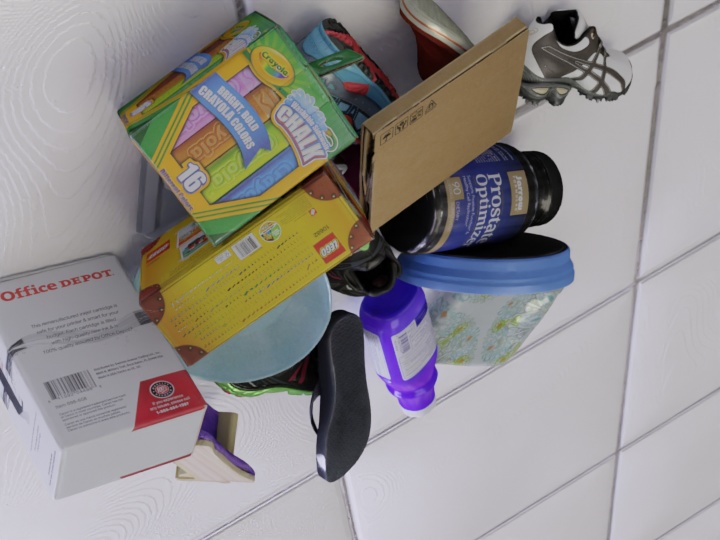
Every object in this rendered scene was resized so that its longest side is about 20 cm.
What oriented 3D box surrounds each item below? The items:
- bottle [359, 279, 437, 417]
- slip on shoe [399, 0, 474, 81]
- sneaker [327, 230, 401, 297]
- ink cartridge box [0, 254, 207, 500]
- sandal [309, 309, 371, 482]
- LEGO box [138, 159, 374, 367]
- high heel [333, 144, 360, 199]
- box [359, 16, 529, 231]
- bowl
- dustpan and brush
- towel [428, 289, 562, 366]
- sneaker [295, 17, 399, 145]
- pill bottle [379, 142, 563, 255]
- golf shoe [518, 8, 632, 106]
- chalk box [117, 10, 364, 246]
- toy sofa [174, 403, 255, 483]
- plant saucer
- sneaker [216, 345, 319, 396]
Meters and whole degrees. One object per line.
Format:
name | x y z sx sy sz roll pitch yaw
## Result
bottle | 0.053 0.097 1.733 0.084 0.065 0.200 -48 143 -27
slip on shoe | 0.083 -0.208 1.419 0.061 0.074 0.200 -39 152 8
sneaker | 0.000 0.000 1.559 0.077 0.084 0.200 -37 165 -3
ink cartridge box | -0.255 0.094 1.342 0.144 0.200 0.084 -15 145 -32
sandal | -0.026 0.137 1.612 0.076 0.043 0.201 -15 113 -46
LEGO box | -0.098 -0.023 1.296 0.200 0.149 0.077 -34 110 5
high heel | -0.058 -0.084 1.457 0.096 0.067 0.200 40 82 -22
box | 0.079 -0.138 1.401 0.200 0.021 0.164 -37 155 -22
bowl | 0.139 -0.013 1.613 0.200 0.200 0.039 -8 105 -38
dustpan and brush | -0.109 -0.089 1.384 0.200 0.057 0.140 -18 143 -28
towel | 0.161 0.053 1.834 0.200 0.048 0.171 8 125 -48
sneaker | -0.018 -0.161 1.388 0.095 0.079 0.200 -32 141 12
pill bottle | 0.121 -0.082 1.570 0.200 0.112 0.112 -9 137 -37
golf shoe | 0.235 -0.230 1.531 0.200 0.078 0.095 -15 129 -47
chalk box | -0.090 -0.139 1.244 0.200 0.125 0.124 -38 110 -3
toy sofa | -0.177 0.169 1.556 0.097 0.083 0.200 0 160 13
plant saucer | -0.129 0.025 1.438 0.200 0.039 0.201 -3 126 -4
sneaker | -0.073 0.091 1.614 0.200 0.077 0.084 -8 140 -40
